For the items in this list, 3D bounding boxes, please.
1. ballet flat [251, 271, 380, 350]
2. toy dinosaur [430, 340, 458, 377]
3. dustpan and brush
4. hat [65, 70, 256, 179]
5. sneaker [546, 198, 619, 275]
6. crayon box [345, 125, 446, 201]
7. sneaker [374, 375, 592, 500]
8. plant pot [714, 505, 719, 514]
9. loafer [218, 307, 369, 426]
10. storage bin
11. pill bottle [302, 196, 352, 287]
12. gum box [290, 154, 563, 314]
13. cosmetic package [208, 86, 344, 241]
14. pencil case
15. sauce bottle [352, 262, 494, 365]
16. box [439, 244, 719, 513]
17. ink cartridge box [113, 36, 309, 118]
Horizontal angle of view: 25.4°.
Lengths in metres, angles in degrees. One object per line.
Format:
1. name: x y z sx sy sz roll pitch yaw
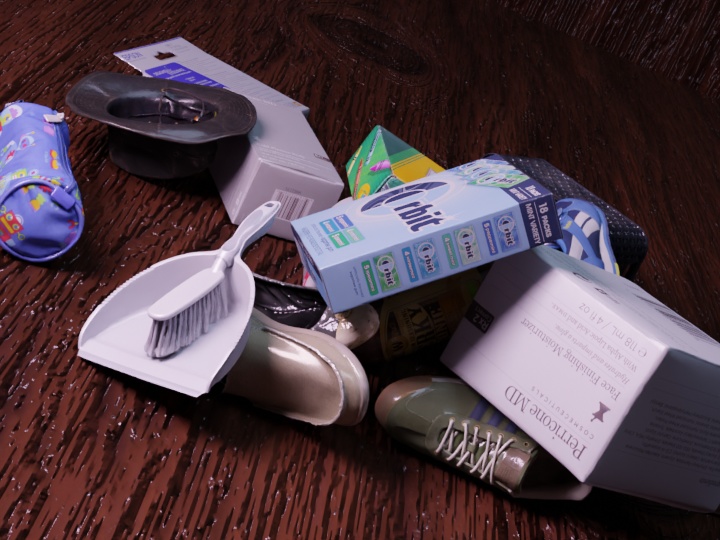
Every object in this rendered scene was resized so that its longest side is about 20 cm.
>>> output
1. ballet flat: -0.073 0.032 1.365 0.199 0.057 0.067 9 49 31
2. toy dinosaur: 0.110 0.075 1.557 0.088 0.048 0.200 -9 36 -21
3. dustpan and brush: -0.122 0.011 1.291 0.139 0.058 0.200 15 38 30
4. hat: -0.211 -0.142 1.672 0.199 0.081 0.201 8 26 -4
5. sneaker: 0.206 -0.023 1.625 0.082 0.074 0.200 16 25 -11
6. crayon box: 0.083 -0.043 1.518 0.199 0.058 0.119 33 20 -21
7. sneaker: 0.114 0.148 1.353 0.199 0.067 0.090 18 16 -26
8. plant pot: 0.329 0.146 1.566 0.200 0.093 0.201 20 21 -8
9. loafer: -0.080 0.079 1.310 0.199 0.076 0.068 22 27 34
10. storage bin: 0.205 -0.031 1.793 0.093 0.136 0.200 0 31 -48
11. pill bottle: 0.000 0.000 1.529 0.110 0.111 0.200 21 20 -8
12. gum box: 0.051 -0.034 1.351 0.199 0.045 0.170 -19 17 -6
13. cosmetic package: -0.100 -0.115 1.736 0.106 0.091 0.200 14 26 -26
14. pencil case: -0.295 -0.085 1.448 0.078 0.087 0.200 39 13 -28
15. sauce bottle: 0.032 0.045 1.400 0.199 0.065 0.065 -22 33 -7
16. box: 0.214 0.089 1.356 0.199 0.131 0.199 19 15 -45
17. ink cartridge box: -0.183 -0.214 1.946 0.199 0.044 0.198 30 21 10
